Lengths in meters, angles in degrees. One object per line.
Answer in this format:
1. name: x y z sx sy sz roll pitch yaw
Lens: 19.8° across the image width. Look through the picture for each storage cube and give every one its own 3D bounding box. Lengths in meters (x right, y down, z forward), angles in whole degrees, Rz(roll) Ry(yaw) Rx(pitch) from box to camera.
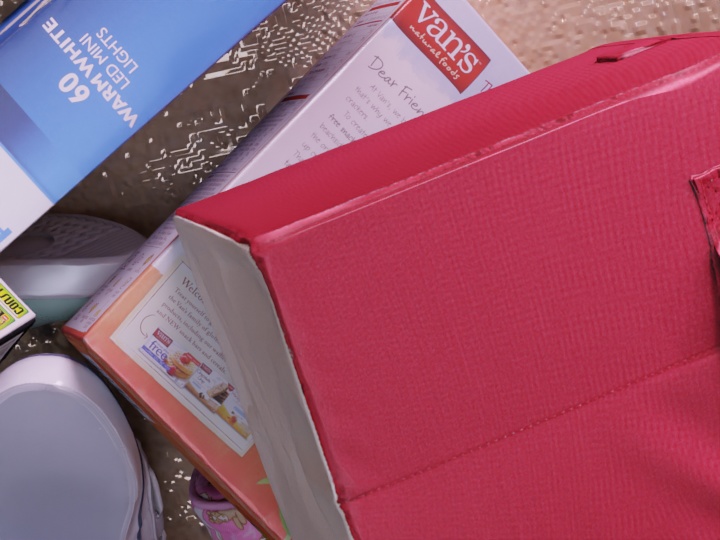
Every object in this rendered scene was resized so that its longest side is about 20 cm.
1. storage cube: 0.056 0.030 0.701 0.178 0.200 0.172 -21 99 -9

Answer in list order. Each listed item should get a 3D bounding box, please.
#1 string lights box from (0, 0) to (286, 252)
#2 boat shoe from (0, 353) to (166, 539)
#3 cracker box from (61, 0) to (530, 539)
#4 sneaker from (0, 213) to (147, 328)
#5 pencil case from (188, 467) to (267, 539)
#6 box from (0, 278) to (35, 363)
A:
1. string lights box: -0.081 -0.098 0.773 0.200 0.103 0.059 -41 105 3
2. boat shoe: -0.120 0.093 0.861 0.073 0.066 0.201 3 137 0
3. cracker box: 0.000 0.000 0.812 0.200 0.058 0.134 -46 104 -10
4. sneaker: -0.168 0.047 0.873 0.199 0.074 0.119 -10 105 18
5. pencil case: 0.001 0.153 0.898 0.083 0.086 0.201 -34 109 -21
6. box: -0.212 0.046 0.766 0.110 0.035 0.200 44 123 5
